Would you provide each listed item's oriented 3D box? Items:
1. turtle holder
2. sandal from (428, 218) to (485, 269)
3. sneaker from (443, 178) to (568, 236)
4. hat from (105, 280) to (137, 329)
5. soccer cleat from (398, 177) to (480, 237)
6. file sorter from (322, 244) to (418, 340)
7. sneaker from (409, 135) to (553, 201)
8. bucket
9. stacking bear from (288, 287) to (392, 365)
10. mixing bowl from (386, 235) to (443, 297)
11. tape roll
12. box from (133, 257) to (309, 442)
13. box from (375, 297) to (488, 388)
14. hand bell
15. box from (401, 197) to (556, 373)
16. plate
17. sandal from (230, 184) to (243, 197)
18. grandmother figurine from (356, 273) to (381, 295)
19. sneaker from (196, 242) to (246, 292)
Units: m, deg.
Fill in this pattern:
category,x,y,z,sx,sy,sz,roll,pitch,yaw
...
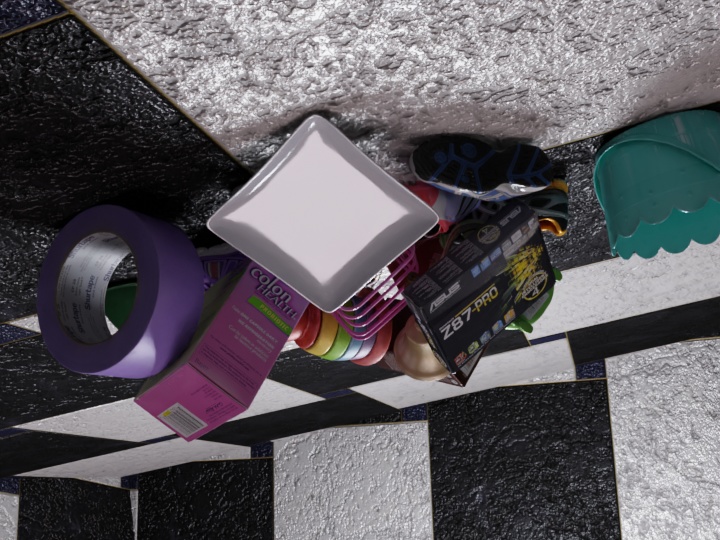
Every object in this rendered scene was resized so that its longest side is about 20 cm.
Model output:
category,x,y,z,sx,sy,sz,roll,pitch,yaw
turtle holder,0.197,0.009,1.348,0.184,0.143,0.132,10,-174,-19
sandal,0.133,-0.010,1.247,0.079,0.058,0.202,2,141,-18
sneaker,0.203,-0.076,1.263,0.198,0.078,0.078,-11,165,5
hat,-0.325,0.123,1.402,0.198,0.178,0.166,-5,163,-17
soccer cleat,0.102,-0.078,1.147,0.066,0.077,0.199,-5,179,29
file sorter,0.000,0.000,1.211,0.139,0.126,0.200,-41,164,-6
sneaker,0.143,-0.115,1.097,0.198,0.077,0.077,5,160,-29
bucket,0.412,-0.111,1.174,0.205,0.136,0.207,-10,163,-3
stacking bear,-0.062,0.079,1.352,0.198,0.123,0.113,10,-173,-30
mixing bowl,0.147,0.020,1.485,0.198,0.110,0.200,-9,162,-3
tape roll,-0.292,0.027,1.077,0.198,0.202,0.085,-18,161,25
box,-0.176,0.097,1.149,0.096,0.201,0.176,39,140,-15
box,0.100,0.110,1.402,0.199,0.101,0.075,5,145,51
hand bell,0.084,0.061,1.223,0.103,0.105,0.201,-11,145,3
box,0.163,0.022,1.178,0.199,0.049,0.162,-39,136,-9
plate,-0.043,-0.064,1.028,0.199,0.032,0.200,37,119,-24
sandal,-0.062,-0.101,1.078,0.200,0.050,0.083,0,150,11
grandmother figurine,-0.019,0.021,1.476,0.120,0.061,0.200,-5,162,11
sneaker,-0.202,0.008,1.275,0.198,0.084,0.081,-15,162,18
